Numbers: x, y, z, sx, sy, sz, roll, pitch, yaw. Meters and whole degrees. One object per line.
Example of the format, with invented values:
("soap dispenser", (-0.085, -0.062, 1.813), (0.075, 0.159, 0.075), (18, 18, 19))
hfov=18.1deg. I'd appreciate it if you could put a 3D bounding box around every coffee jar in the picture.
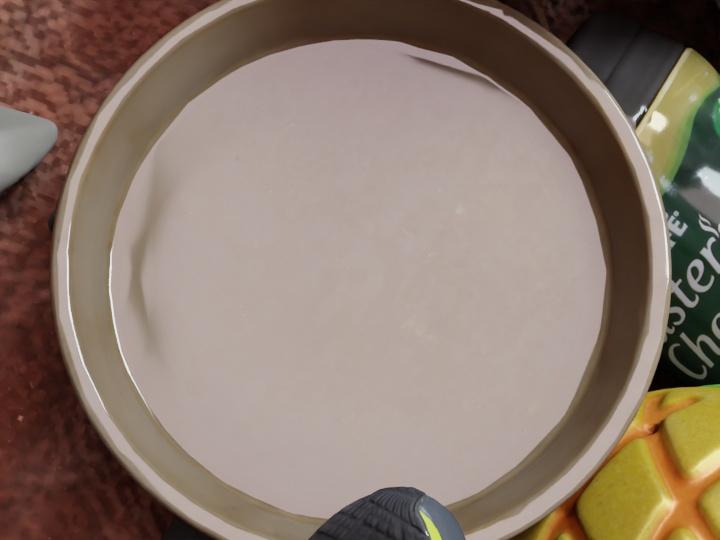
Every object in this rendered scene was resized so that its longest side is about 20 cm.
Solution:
("coffee jar", (0.137, -0.001, 0.803), (0.200, 0.104, 0.085), (34, 39, 3))

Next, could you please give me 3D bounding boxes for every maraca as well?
("maraca", (0.116, 0.095, 0.729), (0.107, 0.200, 0.137), (31, 55, -36))

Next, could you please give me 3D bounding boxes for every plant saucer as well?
("plant saucer", (0.000, 0.000, 0.733), (0.200, 0.029, 0.201), (0, 76, 0))

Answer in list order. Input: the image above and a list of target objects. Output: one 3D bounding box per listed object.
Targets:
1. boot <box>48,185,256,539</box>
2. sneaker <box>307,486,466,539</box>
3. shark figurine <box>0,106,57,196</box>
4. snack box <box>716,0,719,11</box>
("boot", (-0.057, 0.088, 0.760), (0.182, 0.073, 0.200), (24, 74, 0))
("sneaker", (0.022, 0.152, 0.706), (0.074, 0.200, 0.081), (11, 29, 31))
("shark figurine", (-0.180, 0.026, 0.742), (0.128, 0.090, 0.215), (10, 66, -6))
("snack box", (0.188, -0.095, 0.830), (0.116, 0.037, 0.200), (12, 40, -21))
